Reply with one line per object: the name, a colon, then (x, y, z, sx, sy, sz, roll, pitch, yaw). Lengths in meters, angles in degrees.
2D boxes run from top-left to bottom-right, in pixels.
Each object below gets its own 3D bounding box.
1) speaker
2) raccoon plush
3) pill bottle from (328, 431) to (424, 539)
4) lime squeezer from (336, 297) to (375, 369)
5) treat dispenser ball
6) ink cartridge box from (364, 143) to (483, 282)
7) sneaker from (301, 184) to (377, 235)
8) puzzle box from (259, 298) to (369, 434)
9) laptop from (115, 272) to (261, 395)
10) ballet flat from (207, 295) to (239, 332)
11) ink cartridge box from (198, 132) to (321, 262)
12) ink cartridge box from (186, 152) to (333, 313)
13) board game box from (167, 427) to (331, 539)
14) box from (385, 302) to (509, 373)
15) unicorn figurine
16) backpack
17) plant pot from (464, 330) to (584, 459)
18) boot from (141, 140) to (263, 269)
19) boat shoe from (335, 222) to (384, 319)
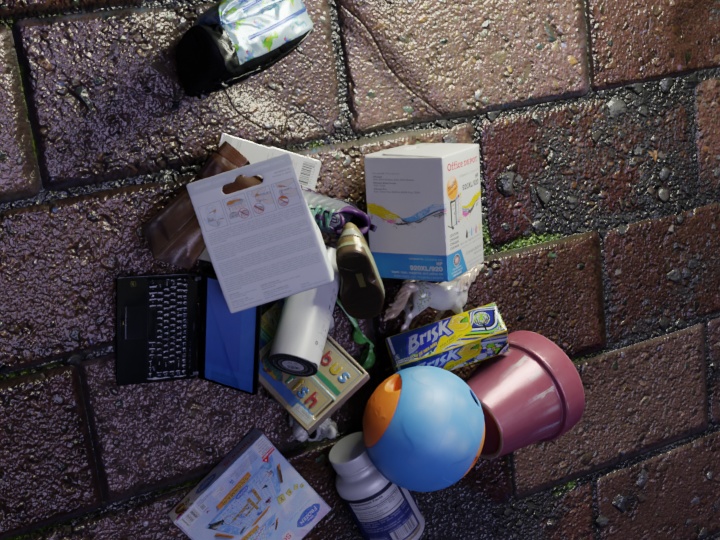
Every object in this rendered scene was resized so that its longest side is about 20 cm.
speaker: (-0.081, 0.059, 1.590, 0.081, 0.081, 0.201, 29, 59, -28)
raccoon plush: (-0.063, 0.190, 1.683, 0.200, 0.097, 0.134, -52, 125, -9)
pill bottle: (0.024, 0.380, 1.748, 0.111, 0.111, 0.200, -34, 113, -17)
lime squeezer: (-0.012, 0.128, 1.730, 0.070, 0.038, 0.201, -3, 104, 6)
treat dispenser ball: (0.102, 0.256, 1.647, 0.200, 0.201, 0.202, -5, 102, -26)
ink cartridge box: (0.105, -0.099, 1.646, 0.147, 0.144, 0.201, -25, 115, -57)
sneaker: (-0.072, -0.093, 1.571, 0.199, 0.087, 0.075, 6, 97, -29)
puzzle box: (-0.099, 0.146, 1.609, 0.133, 0.200, 0.025, -42, 156, -14)
laptop: (-0.262, 0.101, 1.540, 0.199, 0.103, 0.178, -3, 107, -24)
ballet flat: (-0.183, 0.028, 1.566, 0.074, 0.074, 0.200, 15, 119, -28)
ink cartridge box: (-0.169, -0.099, 1.593, 0.176, 0.045, 0.201, 14, 93, -29)
ink cartridge box: (-0.143, -0.055, 1.466, 0.160, 0.047, 0.201, -17, 103, 5)
board game box: (-0.181, 0.400, 1.688, 0.200, 0.041, 0.200, -43, 115, -13)
box: (0.148, 0.126, 1.726, 0.199, 0.064, 0.070, -18, 141, -2)
unicorn figurine: (0.141, 0.048, 1.757, 0.200, 0.074, 0.138, -7, 123, -43)
backpack: (-0.164, -0.349, 1.489, 0.199, 0.163, 0.154, -20, 94, -29)
plant pot: (0.258, 0.230, 1.764, 0.179, 0.200, 0.201, -28, 112, -35)
boot: (-0.204, -0.062, 1.503, 0.186, 0.064, 0.200, 42, 88, 9)
boat shoe: (0.000, 0.000, 1.602, 0.071, 0.076, 0.200, -4, 144, 1)
